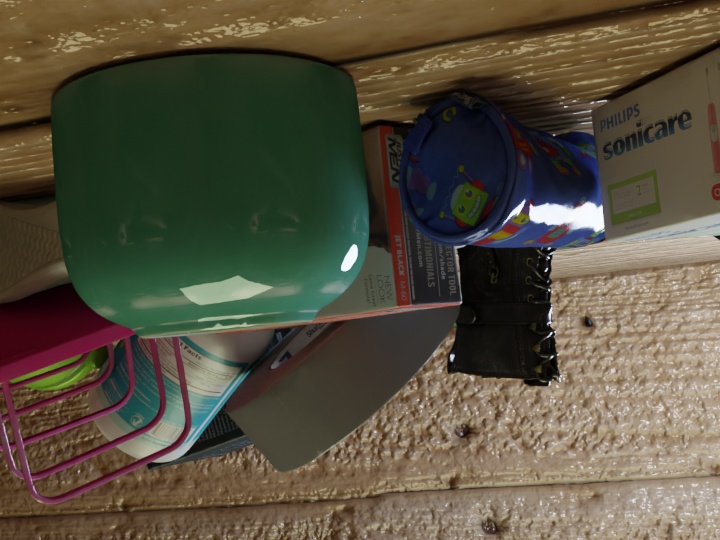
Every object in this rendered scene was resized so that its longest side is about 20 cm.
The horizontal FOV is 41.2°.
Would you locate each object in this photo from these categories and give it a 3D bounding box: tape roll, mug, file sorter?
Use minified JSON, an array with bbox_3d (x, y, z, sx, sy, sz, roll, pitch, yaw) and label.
[{"bbox_3d":[-0.015,0.068,0.777,0.200,0.066,0.200,-41,-174,5],"label":"tape roll"},{"bbox_3d":[-0.059,-0.028,0.483,0.183,0.116,0.151,-1,174,-41],"label":"mug"},{"bbox_3d":[-0.235,0.069,0.742,0.138,0.127,0.199,-20,-151,-32],"label":"file sorter"}]

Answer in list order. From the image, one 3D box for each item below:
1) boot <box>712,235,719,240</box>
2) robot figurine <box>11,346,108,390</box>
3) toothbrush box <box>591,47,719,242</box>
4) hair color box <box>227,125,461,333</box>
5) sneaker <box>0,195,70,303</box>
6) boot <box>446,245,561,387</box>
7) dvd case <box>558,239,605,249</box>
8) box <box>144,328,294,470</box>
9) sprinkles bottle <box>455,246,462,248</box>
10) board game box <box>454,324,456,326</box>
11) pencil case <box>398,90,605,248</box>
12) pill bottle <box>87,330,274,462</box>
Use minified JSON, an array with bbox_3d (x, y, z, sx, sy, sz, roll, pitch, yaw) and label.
[{"bbox_3d":[0.432,-0.065,0.873,0.197,0.078,0.168,2,172,-2],"label":"boot"},{"bbox_3d":[-0.315,0.045,0.898,0.173,0.117,0.200,12,163,21],"label":"robot figurine"},{"bbox_3d":[0.256,-0.071,0.542,0.197,0.087,0.145,-3,175,-21],"label":"toothbrush box"},{"bbox_3d":[-0.028,-0.021,0.651,0.063,0.113,0.199,-2,174,-43],"label":"hair color box"},{"bbox_3d":[-0.206,-0.016,0.707,0.198,0.075,0.118,-8,174,29],"label":"sneaker"},{"bbox_3d":[0.145,0.005,0.777,0.069,0.177,0.199,-1,174,-42],"label":"boot"},{"bbox_3d":[0.244,-0.046,0.982,0.198,0.022,0.146,-11,-176,-27],"label":"dvd case"},{"bbox_3d":[-0.114,0.119,0.987,0.198,0.108,0.148,-22,168,18],"label":"box"},{"bbox_3d":[-0.007,-0.033,0.734,0.198,0.069,0.068,-13,172,38],"label":"sprinkles bottle"},{"bbox_3d":[0.000,0.000,0.888,0.133,0.029,0.200,-7,146,23],"label":"board game box"},{"bbox_3d":[0.096,-0.055,0.580,0.078,0.087,0.199,-48,156,24],"label":"pencil case"},{"bbox_3d":[-0.149,0.066,0.849,0.201,0.111,0.110,-51,155,22],"label":"pill bottle"}]
